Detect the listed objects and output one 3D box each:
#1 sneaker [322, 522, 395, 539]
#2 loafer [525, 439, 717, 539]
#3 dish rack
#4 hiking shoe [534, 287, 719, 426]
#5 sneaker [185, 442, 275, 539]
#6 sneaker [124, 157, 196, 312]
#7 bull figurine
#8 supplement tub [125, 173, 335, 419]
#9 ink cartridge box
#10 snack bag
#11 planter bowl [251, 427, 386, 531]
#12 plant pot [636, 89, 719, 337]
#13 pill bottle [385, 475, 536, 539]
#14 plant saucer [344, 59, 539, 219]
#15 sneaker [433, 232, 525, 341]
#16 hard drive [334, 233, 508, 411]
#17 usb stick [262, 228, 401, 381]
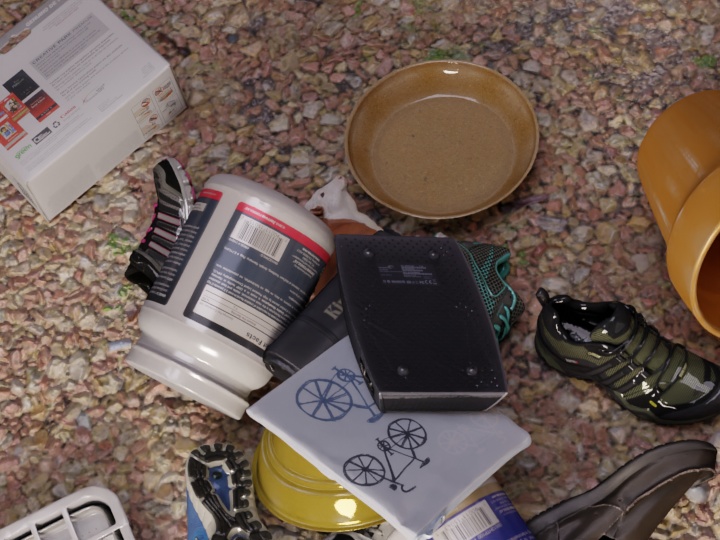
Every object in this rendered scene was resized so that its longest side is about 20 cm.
[{"bbox_3d":[0.001,0.249,1.643,0.071,0.073,0.201,24,65,23],"label":"sneaker"},{"bbox_3d":[0.240,0.222,1.632,0.199,0.073,0.072,-31,64,5],"label":"loafer"},{"bbox_3d":[-0.271,0.318,1.689,0.171,0.044,0.201,-26,60,-5],"label":"dish rack"},{"bbox_3d":[0.249,0.079,1.683,0.199,0.101,0.076,19,68,20],"label":"hiking shoe"},{"bbox_3d":[-0.116,0.261,1.665,0.078,0.089,0.201,-6,54,-14],"label":"sneaker"},{"bbox_3d":[-0.200,-0.023,1.841,0.087,0.074,0.201,-11,65,-2],"label":"sneaker"},{"bbox_3d":[0.000,0.000,1.795,0.120,0.065,0.202,-1,61,8],"label":"bull figurine"},{"bbox_3d":[-0.123,0.024,1.718,0.140,0.140,0.201,24,81,22],"label":"supplement tub"},{"bbox_3d":[-0.318,-0.185,1.946,0.200,0.084,0.176,-40,63,-12],"label":"ink cartridge box"},{"bbox_3d":[0.030,0.136,1.585,0.199,0.022,0.188,35,43,21],"label":"snack bag"},{"bbox_3d":[-0.013,0.139,1.671,0.199,0.084,0.201,-10,38,8],"label":"planter bowl"},{"bbox_3d":[0.354,-0.068,1.704,0.199,0.201,0.184,-27,44,-4],"label":"plant pot"},{"bbox_3d":[0.119,0.290,1.578,0.119,0.120,0.201,-32,74,-7],"label":"pill bottle"},{"bbox_3d":[0.083,-0.126,1.856,0.198,0.036,0.202,-3,57,4],"label":"plant saucer"},{"bbox_3d":[0.114,0.045,1.740,0.090,0.078,0.201,0,54,-2],"label":"sneaker"},{"bbox_3d":[0.049,0.048,1.642,0.134,0.043,0.201,1,43,-17],"label":"hard drive"},{"bbox_3d":[-0.017,0.034,1.703,0.055,0.033,0.200,28,54,21],"label":"usb stick"}]
